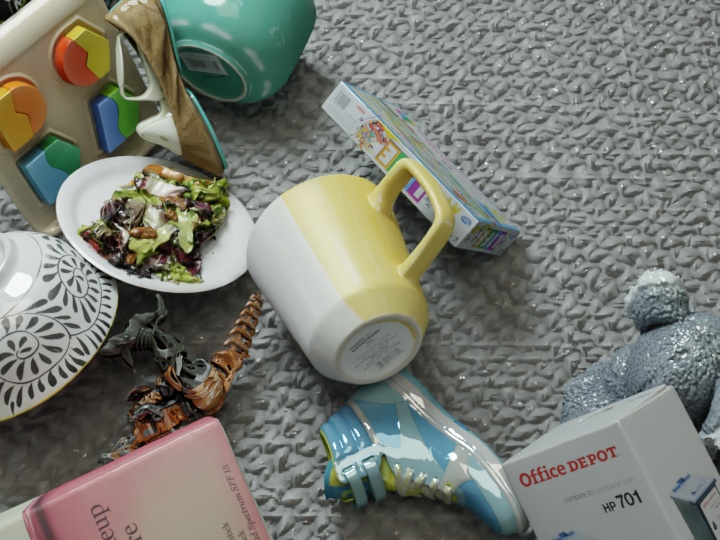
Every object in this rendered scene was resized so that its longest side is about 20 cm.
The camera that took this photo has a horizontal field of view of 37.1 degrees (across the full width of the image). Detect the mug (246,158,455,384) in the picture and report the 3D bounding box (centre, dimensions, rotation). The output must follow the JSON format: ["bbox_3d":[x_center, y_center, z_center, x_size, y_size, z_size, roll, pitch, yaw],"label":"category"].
[{"bbox_3d":[-0.009,0.005,0.955,0.148,0.188,0.154,-7,43,-22],"label":"mug"}]

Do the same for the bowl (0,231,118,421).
[{"bbox_3d":[-0.326,0.028,0.956,0.199,0.095,0.202,-14,42,14],"label":"bowl"}]

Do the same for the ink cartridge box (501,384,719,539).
[{"bbox_3d":[0.225,0.214,0.863,0.085,0.146,0.201,-22,81,-39],"label":"ink cartridge box"}]

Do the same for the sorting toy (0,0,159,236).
[{"bbox_3d":[-0.289,-0.157,1.049,0.036,0.201,0.185,23,60,39],"label":"sorting toy"}]

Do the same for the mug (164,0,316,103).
[{"bbox_3d":[-0.142,-0.244,1.134,0.151,0.185,0.115,30,65,-14],"label":"mug"}]

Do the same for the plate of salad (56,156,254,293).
[{"bbox_3d":[-0.192,-0.055,1.040,0.198,0.048,0.201,16,38,-13],"label":"plate of salad"}]

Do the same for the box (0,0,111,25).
[{"bbox_3d":[-0.319,-0.292,1.111,0.047,0.194,0.202,14,63,7],"label":"box"}]

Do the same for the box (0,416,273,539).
[{"bbox_3d":[-0.185,0.219,0.878,0.199,0.109,0.129,-25,89,-15],"label":"box"}]

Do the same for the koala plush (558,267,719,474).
[{"bbox_3d":[0.272,0.104,0.928,0.182,0.201,0.179,-18,65,-11],"label":"koala plush"}]

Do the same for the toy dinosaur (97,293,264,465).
[{"bbox_3d":[-0.168,0.100,0.985,0.136,0.102,0.200,44,54,-4],"label":"toy dinosaur"}]

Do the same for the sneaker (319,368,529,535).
[{"bbox_3d":[0.044,0.186,0.946,0.130,0.080,0.200,-37,60,-21],"label":"sneaker"}]

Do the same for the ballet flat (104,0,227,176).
[{"bbox_3d":[-0.200,-0.176,1.066,0.072,0.202,0.068,-27,25,-17],"label":"ballet flat"}]

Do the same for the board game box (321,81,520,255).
[{"bbox_3d":[0.062,-0.099,1.067,0.034,0.134,0.200,-48,69,16],"label":"board game box"}]
